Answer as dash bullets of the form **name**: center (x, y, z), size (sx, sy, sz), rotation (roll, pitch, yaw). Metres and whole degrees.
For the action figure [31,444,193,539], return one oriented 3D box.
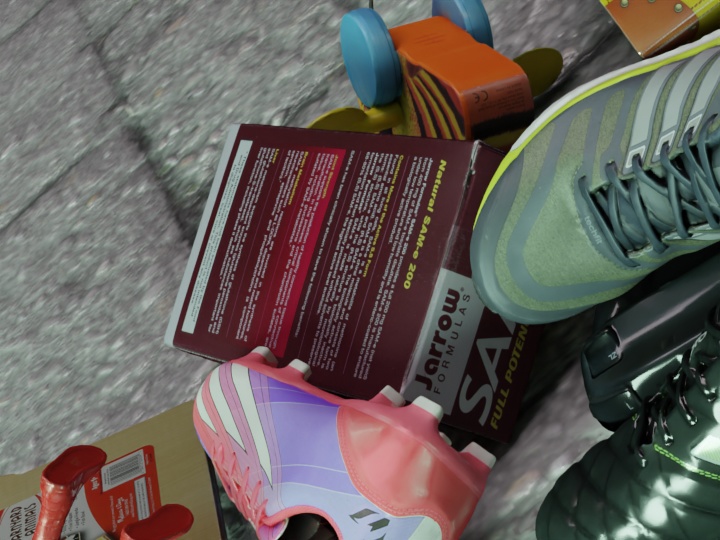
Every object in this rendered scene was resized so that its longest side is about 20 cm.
- **action figure**: center (-0.110, 0.160, 0.796), size (0.052, 0.065, 0.201), rotation (-29, -37, -59)

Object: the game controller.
- **game controller**: center (0.164, -0.013, 0.782), size (0.200, 0.042, 0.104), rotation (-32, 10, 23)

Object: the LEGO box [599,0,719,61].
- **LEGO box**: center (0.182, -0.153, 0.841), size (0.200, 0.077, 0.149), rotation (-38, -19, 11)

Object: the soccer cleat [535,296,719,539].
- **soccer cleat**: center (0.128, 0.031, 0.688), size (0.200, 0.081, 0.068), rotation (-31, 24, 26)

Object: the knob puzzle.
- **knob puzzle**: center (-0.147, 0.141, 0.923), size (0.219, 0.031, 0.220), rotation (-20, 23, 9)

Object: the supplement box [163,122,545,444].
- **supplement box**: center (0.000, 0.000, 0.922), size (0.200, 0.061, 0.109), rotation (11, 83, 59)

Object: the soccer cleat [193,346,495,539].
- **soccer cleat**: center (-0.024, 0.079, 0.834), size (0.077, 0.067, 0.200), rotation (-52, 24, -16)

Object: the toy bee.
- **toy bee**: center (0.034, -0.089, 1.073), size (0.130, 0.109, 0.200), rotation (-6, 35, 2)

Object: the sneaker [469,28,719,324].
- **sneaker**: center (0.117, -0.040, 0.747), size (0.200, 0.074, 0.081), rotation (-35, 12, 23)
